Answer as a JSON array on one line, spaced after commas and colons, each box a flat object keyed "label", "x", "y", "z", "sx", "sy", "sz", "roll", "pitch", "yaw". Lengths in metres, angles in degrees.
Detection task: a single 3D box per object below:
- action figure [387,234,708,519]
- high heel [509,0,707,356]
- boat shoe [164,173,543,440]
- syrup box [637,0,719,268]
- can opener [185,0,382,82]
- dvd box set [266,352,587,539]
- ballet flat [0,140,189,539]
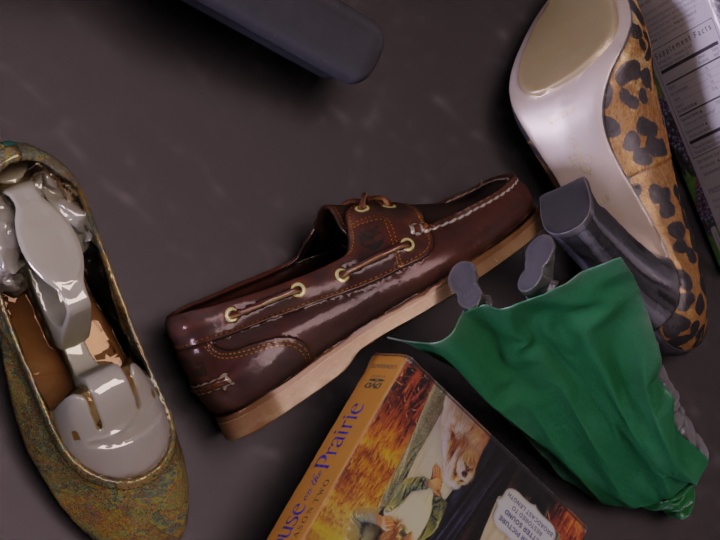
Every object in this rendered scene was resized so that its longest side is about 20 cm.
[{"label": "action figure", "x": 0.113, "y": 0.062, "z": 1.017, "sx": 0.200, "sy": 0.118, "sz": 0.055, "roll": 50, "pitch": 35, "yaw": -39}, {"label": "high heel", "x": 0.139, "y": -0.058, "z": 1.103, "sx": 0.143, "sy": 0.071, "sz": 0.201, "roll": 45, "pitch": 40, "yaw": -41}, {"label": "boat shoe", "x": 0.000, "y": 0.000, "z": 1.006, "sx": 0.200, "sy": 0.070, "sz": 0.071, "roll": -33, "pitch": 96, "yaw": -26}, {"label": "syrup box", "x": 0.203, "y": -0.109, "z": 1.113, "sx": 0.078, "sy": 0.081, "sz": 0.201, "roll": -20, "pitch": 86, "yaw": -27}, {"label": "can opener", "x": -0.071, "y": -0.153, "z": 0.988, "sx": 0.200, "sy": 0.053, "sz": 0.067, "roll": 32, "pitch": 87, "yaw": -28}, {"label": "dvd box set", "x": 0.012, "y": 0.160, "z": 0.975, "sx": 0.146, "sy": 0.029, "sz": 0.200, "roll": 45, "pitch": 64, "yaw": -28}, {"label": "ballet flat", "x": -0.126, "y": 0.035, "z": 0.948, "sx": 0.070, "sy": 0.071, "sz": 0.201, "roll": -21, "pitch": 87, "yaw": -26}]
